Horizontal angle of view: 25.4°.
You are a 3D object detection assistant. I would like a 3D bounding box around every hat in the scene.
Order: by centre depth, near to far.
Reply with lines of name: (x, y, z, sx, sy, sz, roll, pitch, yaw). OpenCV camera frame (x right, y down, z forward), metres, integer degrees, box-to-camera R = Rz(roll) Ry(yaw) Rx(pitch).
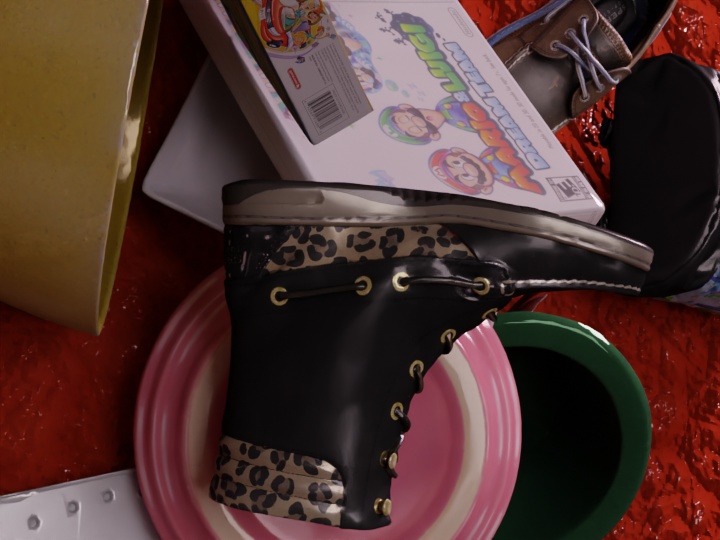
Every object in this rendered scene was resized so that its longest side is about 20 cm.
hat: (0.079, 0.069, 0.964, 0.198, 0.176, 0.167, -16, 112, -2)

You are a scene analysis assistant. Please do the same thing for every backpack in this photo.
backpack: (0.262, -0.040, 1.049, 0.199, 0.153, 0.165, 28, 62, -48)

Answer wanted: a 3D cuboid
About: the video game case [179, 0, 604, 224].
video game case: (0.016, -0.093, 0.877, 0.181, 0.024, 0.201, -6, 51, -35)

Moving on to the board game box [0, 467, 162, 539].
board game box: (-0.117, 0.203, 0.800, 0.198, 0.026, 0.202, -8, 87, -35)

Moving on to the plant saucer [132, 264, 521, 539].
plant saucer: (-0.014, 0.082, 0.795, 0.198, 0.051, 0.203, 0, 89, -7)

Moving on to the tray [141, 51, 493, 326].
tray: (-0.011, -0.035, 0.860, 0.198, 0.022, 0.108, 26, 57, -5)

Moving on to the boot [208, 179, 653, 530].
boot: (0.028, 0.041, 0.743, 0.201, 0.073, 0.156, 7, 91, -4)

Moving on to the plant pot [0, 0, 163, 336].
plant pot: (-0.170, -0.082, 0.726, 0.140, 0.200, 0.202, 10, 75, -7)

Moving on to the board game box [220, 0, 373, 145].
board game box: (-0.066, -0.170, 0.733, 0.034, 0.135, 0.201, -29, 127, -3)

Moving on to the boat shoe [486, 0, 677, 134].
boat shoe: (0.131, -0.137, 0.999, 0.072, 0.072, 0.200, 52, 58, -17)
